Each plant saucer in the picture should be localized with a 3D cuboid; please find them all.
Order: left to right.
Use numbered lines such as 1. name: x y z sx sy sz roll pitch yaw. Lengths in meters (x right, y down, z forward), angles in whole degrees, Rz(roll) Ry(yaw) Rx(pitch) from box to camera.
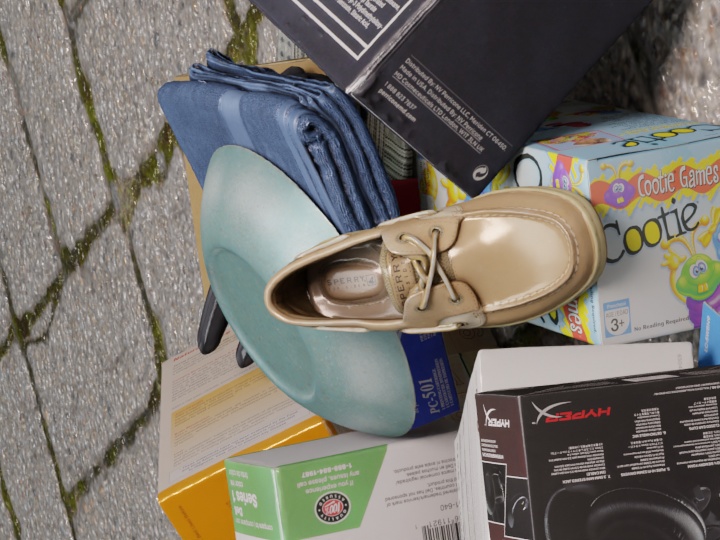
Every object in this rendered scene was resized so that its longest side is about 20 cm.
1. plant saucer: -0.043 0.022 1.716 0.201 0.039 0.201 47 157 27

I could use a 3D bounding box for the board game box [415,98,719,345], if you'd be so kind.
1. board game box: 0.123 -0.031 1.629 0.200 0.105 0.103 -161 63 -63

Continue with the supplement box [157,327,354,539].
1. supplement box: -0.064 0.106 1.962 0.074 0.126 0.200 59 -169 -24

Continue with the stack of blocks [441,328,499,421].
1. stack of blocks: 0.073 0.141 1.853 0.200 0.059 0.115 66 152 29

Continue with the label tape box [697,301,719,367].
1. label tape box: 0.235 0.115 1.482 0.200 0.063 0.144 -125 34 -61

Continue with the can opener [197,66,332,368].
1. can opener: -0.055 -0.034 1.903 0.079 0.063 0.200 27 -103 -81

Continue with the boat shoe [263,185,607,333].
1. boat shoe: 0.039 0.003 1.553 0.200 0.064 0.071 -14 92 38

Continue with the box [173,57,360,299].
1. box: -0.059 -0.060 2.006 0.200 0.021 0.164 -1 98 55

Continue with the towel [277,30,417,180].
1. towel: -0.004 -0.094 1.979 0.193 0.035 0.200 37 129 53

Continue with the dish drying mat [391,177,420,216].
1. dish drying mat: 0.025 -0.020 1.877 0.200 0.018 0.077 -3 96 46

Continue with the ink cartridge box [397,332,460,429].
1. ink cartridge box: 0.000 0.000 1.784 0.200 0.044 0.094 -120 12 -50

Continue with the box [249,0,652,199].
1. box: 0.051 -0.179 1.602 0.198 0.123 0.200 -49 39 5

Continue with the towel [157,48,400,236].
1. towel: -0.043 -0.066 1.711 0.200 0.049 0.112 17 135 60

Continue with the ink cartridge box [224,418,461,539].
1. ink cartridge box: 0.010 0.200 1.764 0.084 0.145 0.200 1 100 65

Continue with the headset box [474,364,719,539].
1. headset box: 0.144 0.150 1.425 0.077 0.149 0.200 178 85 -75

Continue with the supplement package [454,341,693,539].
1. supplement package: 0.116 0.121 1.591 0.200 0.117 0.117 92 175 -74
